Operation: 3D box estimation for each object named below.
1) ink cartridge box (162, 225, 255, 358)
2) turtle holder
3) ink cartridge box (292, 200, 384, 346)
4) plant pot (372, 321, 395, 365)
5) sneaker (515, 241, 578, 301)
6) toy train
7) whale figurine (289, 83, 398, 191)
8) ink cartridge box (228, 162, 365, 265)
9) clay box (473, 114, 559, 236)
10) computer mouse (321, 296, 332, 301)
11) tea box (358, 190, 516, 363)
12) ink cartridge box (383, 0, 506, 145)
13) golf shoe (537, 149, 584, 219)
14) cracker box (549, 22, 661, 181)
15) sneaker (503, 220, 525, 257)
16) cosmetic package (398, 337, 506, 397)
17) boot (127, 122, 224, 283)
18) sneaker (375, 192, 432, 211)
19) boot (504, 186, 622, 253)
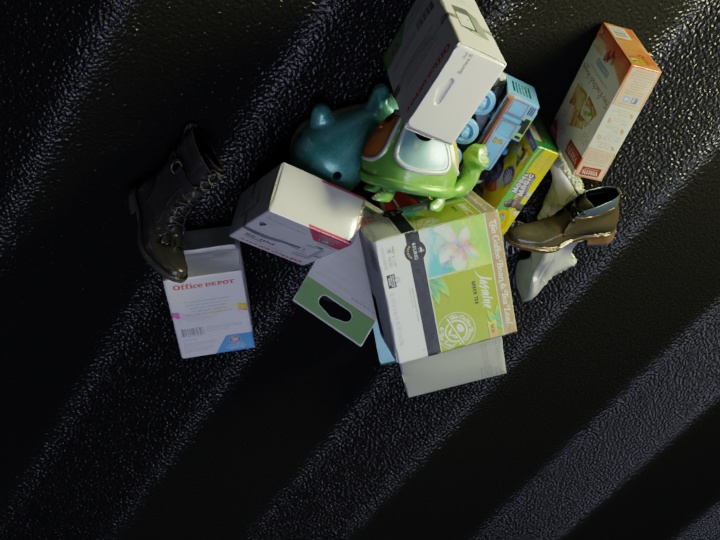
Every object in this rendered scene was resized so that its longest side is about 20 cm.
[{"bbox_3d":[-0.254,0.025,1.687,0.128,0.126,0.201,-7,130,-5],"label":"ink cartridge box"},{"bbox_3d":[0.094,-0.163,1.499,0.184,0.141,0.133,13,101,10],"label":"turtle holder"},{"bbox_3d":[0.000,0.000,1.646,0.145,0.048,0.201,33,102,13],"label":"ink cartridge box"},{"bbox_3d":[0.120,0.057,1.737,0.198,0.142,0.142,-9,111,5],"label":"plant pot"},{"bbox_3d":[0.334,-0.009,1.782,0.088,0.076,0.200,-7,152,-13],"label":"sneaker"},{"bbox_3d":[0.190,-0.219,1.580,0.114,0.087,0.201,22,123,-13],"label":"toy train"},{"bbox_3d":[-0.016,-0.195,1.559,0.199,0.104,0.159,-35,127,17],"label":"whale figurine"},{"bbox_3d":[-0.102,-0.082,1.576,0.146,0.083,0.200,21,162,-20],"label":"ink cartridge box"},{"bbox_3d":[0.236,-0.148,1.640,0.047,0.115,0.201,16,125,-23],"label":"clay box"},{"bbox_3d":[-0.050,-0.020,1.749,0.058,0.034,0.201,-7,130,-4],"label":"computer mouse"},{"bbox_3d":[0.115,0.007,1.541,0.195,0.134,0.201,-16,110,-7],"label":"tea box"},{"bbox_3d":[0.113,-0.296,1.433,0.084,0.201,0.146,18,125,-24],"label":"ink cartridge box"},{"bbox_3d":[0.342,-0.113,1.721,0.097,0.079,0.200,-21,130,15],"label":"golf shoe"},{"bbox_3d":[0.372,-0.259,1.559,0.057,0.134,0.201,9,128,-17],"label":"cracker box"},{"bbox_3d":[0.202,-0.056,1.748,0.199,0.090,0.067,-17,119,-30],"label":"sneaker"},{"bbox_3d":[0.168,0.156,1.911,0.198,0.081,0.113,-12,131,1],"label":"cosmetic package"},{"bbox_3d":[-0.271,-0.103,1.544,0.174,0.201,0.069,-36,159,27],"label":"boot"},{"bbox_3d":[0.110,-0.077,1.662,0.200,0.071,0.112,48,132,0],"label":"sneaker"},{"bbox_3d":[0.333,-0.089,1.646,0.199,0.075,0.097,-7,133,-18],"label":"boot"}]
